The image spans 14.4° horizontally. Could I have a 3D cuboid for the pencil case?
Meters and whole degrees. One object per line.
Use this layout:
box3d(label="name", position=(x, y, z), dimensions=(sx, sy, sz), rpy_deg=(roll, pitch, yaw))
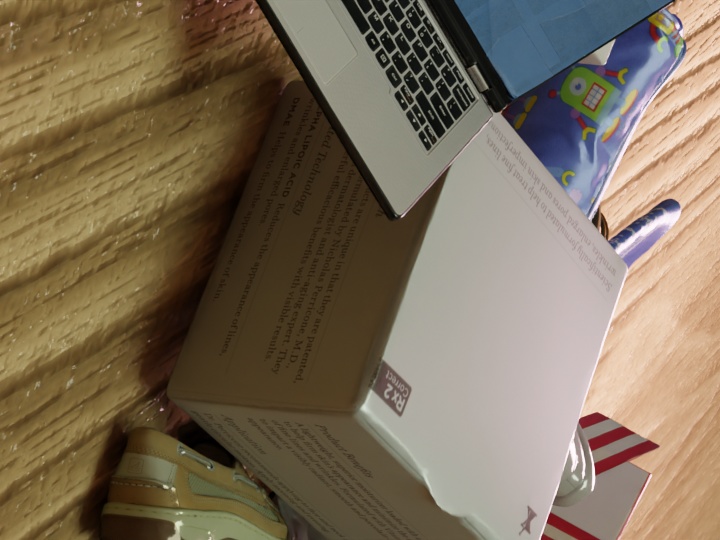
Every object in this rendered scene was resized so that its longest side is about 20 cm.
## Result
box3d(label="pencil case", position=(0.124, -0.080, 1.713), dimensions=(0.201, 0.086, 0.078), rpy_deg=(-62, 173, -1))

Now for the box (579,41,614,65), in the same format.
box3d(label="box", position=(0.113, -0.239, 1.658), dimensions=(0.124, 0.097, 0.201), rpy_deg=(41, 67, -47))

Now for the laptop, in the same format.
box3d(label="laptop", position=(0.048, -0.163, 1.402), dimensions=(0.188, 0.116, 0.200), rpy_deg=(58, 36, -11))

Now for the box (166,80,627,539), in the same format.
box3d(label="box", position=(0.025, 0.032, 1.546), dimensions=(0.199, 0.130, 0.201), rpy_deg=(46, 57, -46))

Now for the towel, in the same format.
box3d(label="towel", position=(0.123, 0.029, 1.845), dimensions=(0.145, 0.024, 0.200), rpy_deg=(-46, 172, 38))

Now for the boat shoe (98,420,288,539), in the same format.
box3d(label="boat shoe", position=(-0.082, 0.119, 1.551), dimensions=(0.200, 0.071, 0.077), rpy_deg=(35, 59, -75))

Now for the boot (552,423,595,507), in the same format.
box3d(label="boot", position=(0.067, 0.064, 1.702), dimensions=(0.073, 0.200, 0.096), rpy_deg=(-37, 136, 2))

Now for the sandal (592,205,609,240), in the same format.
box3d(label="sandal", position=(0.141, -0.019, 2.013), dimensions=(0.082, 0.054, 0.200), rpy_deg=(-52, -171, -1))

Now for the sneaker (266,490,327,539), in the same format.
box3d(label="sneaker", position=(-0.044, 0.236, 1.661), dimensions=(0.079, 0.200, 0.130), rpy_deg=(6, 141, -35))

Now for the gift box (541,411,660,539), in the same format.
box3d(label="gift box", position=(0.094, 0.190, 1.912), dimensions=(0.187, 0.199, 0.185), rpy_deg=(104, 10, -59))
